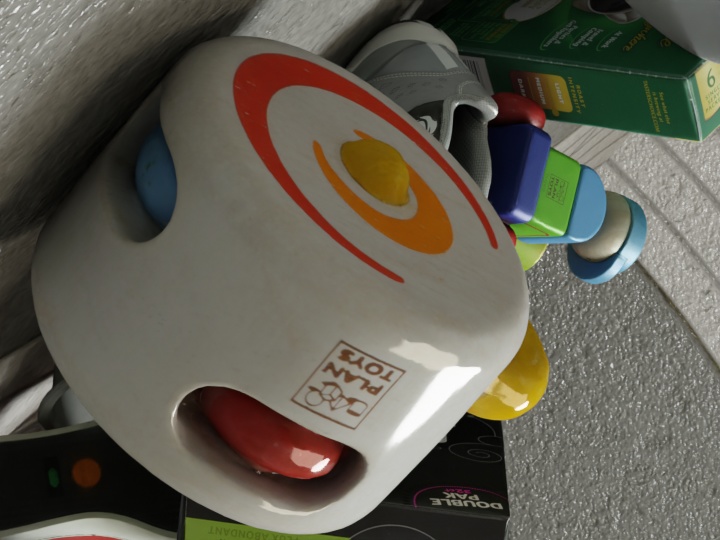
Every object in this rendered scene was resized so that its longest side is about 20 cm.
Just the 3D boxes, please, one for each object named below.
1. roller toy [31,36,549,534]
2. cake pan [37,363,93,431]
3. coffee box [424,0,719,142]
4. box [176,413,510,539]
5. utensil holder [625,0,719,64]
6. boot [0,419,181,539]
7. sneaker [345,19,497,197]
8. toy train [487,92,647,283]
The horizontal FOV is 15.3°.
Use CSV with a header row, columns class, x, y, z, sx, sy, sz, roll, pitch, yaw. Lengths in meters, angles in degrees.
class,x,y,z,sx,sy,sz,roll,pitch,yaw
roller toy,-0.027,0.003,1.094,0.140,0.200,0.182,-48,166,26
cake pan,-0.070,0.044,1.373,0.199,0.037,0.200,-11,162,-4
coffee box,0.133,-0.126,1.455,0.199,0.044,0.123,10,-142,40
box,-0.009,0.134,1.243,0.200,0.147,0.125,-82,178,-77
utensil holder,0.211,-0.226,1.335,0.200,0.170,0.170,-41,173,-12
boot,-0.135,0.124,1.410,0.198,0.073,0.144,-3,163,-12
sneaker,-0.002,-0.027,1.378,0.075,0.116,0.201,27,103,-41
toy train,0.055,-0.034,1.472,0.199,0.115,0.085,-2,-111,50
